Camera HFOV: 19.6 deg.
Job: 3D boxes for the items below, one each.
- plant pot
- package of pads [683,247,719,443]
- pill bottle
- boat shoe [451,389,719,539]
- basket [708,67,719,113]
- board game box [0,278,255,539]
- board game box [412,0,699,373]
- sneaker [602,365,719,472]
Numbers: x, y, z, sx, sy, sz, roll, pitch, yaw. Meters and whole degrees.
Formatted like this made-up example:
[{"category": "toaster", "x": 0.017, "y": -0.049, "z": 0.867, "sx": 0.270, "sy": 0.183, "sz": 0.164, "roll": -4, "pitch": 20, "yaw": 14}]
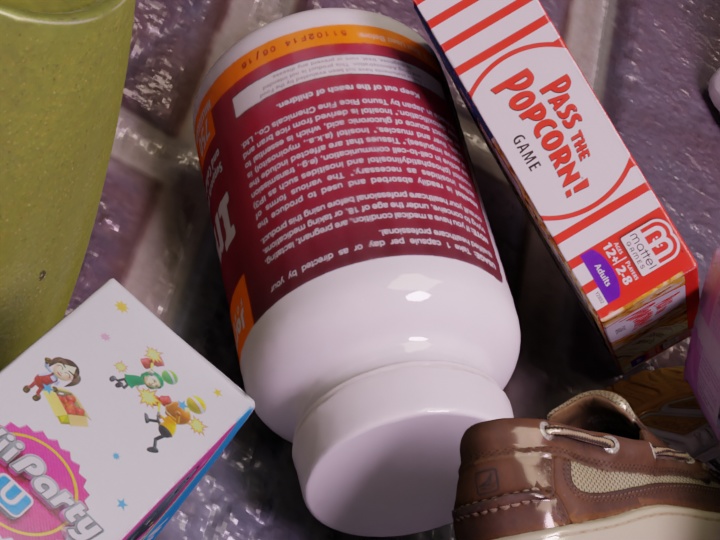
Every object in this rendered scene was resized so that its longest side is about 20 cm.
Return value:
[{"category": "plant pot", "x": -0.158, "y": -0.048, "z": 0.696, "sx": 0.186, "sy": 0.200, "sz": 0.188, "roll": 21, "pitch": 43, "yaw": -21}, {"category": "package of pads", "x": 0.203, "y": 0.061, "z": 0.781, "sx": 0.120, "sy": 0.076, "sz": 0.200, "roll": 8, "pitch": 21, "yaw": -8}, {"category": "pill bottle", "x": 0.000, "y": 0.000, "z": 0.843, "sx": 0.113, "sy": 0.113, "sz": 0.201, "roll": 12, "pitch": 46, "yaw": -30}, {"category": "boat shoe", "x": 0.101, "y": 0.080, "z": 0.785, "sx": 0.202, "sy": 0.074, "sz": 0.075, "roll": 8, "pitch": 67, "yaw": -59}, {"category": "basket", "x": 0.337, "y": -0.074, "z": 1.143, "sx": 0.199, "sy": 0.161, "sz": 0.199, "roll": -1, "pitch": 54, "yaw": -36}, {"category": "board game box", "x": -0.131, "y": 0.110, "z": 0.608, "sx": 0.064, "sy": 0.148, "sz": 0.200, "roll": 40, "pitch": 39, "yaw": 3}, {"category": "board game box", "x": 0.090, "y": -0.040, "z": 0.901, "sx": 0.152, "sy": 0.046, "sz": 0.200, "roll": 61, "pitch": 4, "yaw": 12}, {"category": "sneaker", "x": 0.163, "y": 0.080, "z": 0.925, "sx": 0.200, "sy": 0.088, "sz": 0.076, "roll": -28, "pitch": 28, "yaw": -29}]
